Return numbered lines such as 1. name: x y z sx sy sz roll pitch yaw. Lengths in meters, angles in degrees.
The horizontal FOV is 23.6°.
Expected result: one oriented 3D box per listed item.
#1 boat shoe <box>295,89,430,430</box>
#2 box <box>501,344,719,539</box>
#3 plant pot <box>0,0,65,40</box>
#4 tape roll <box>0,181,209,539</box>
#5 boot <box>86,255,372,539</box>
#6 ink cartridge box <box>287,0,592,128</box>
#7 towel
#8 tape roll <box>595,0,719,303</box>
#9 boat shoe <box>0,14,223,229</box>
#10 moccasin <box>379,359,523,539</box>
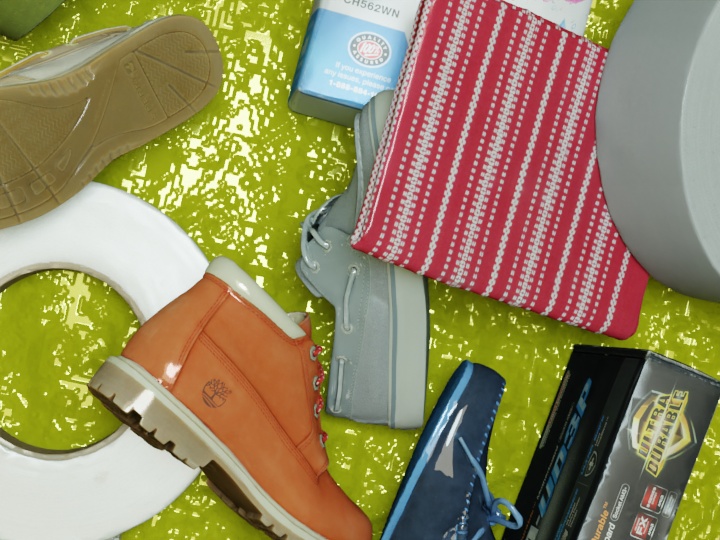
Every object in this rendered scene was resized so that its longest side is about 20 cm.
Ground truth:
1. boat shoe: 0.000 0.000 0.914 0.071 0.070 0.202 0 121 4
2. box: 0.115 0.140 0.907 0.046 0.159 0.201 22 87 -5
3. plant pot: -0.215 -0.225 0.893 0.187 0.187 0.200 -45 106 -5
4. tape roll: -0.166 0.051 0.947 0.202 0.037 0.204 0 89 -6
5. boot: -0.041 0.082 0.914 0.107 0.075 0.200 -52 124 -15
6. ink cartridge box: 0.055 -0.170 0.948 0.144 0.085 0.201 15 86 -4
7. towel: 0.090 -0.053 0.889 0.199 0.022 0.145 18 86 -36
8. tape roll: 0.221 -0.079 0.924 0.200 0.066 0.201 -6 101 -35
9. boat shoe: -0.169 -0.077 0.918 0.199 0.069 0.074 -27 109 -23
10. moccasin: 0.046 0.149 0.949 0.068 0.080 0.201 20 101 3
